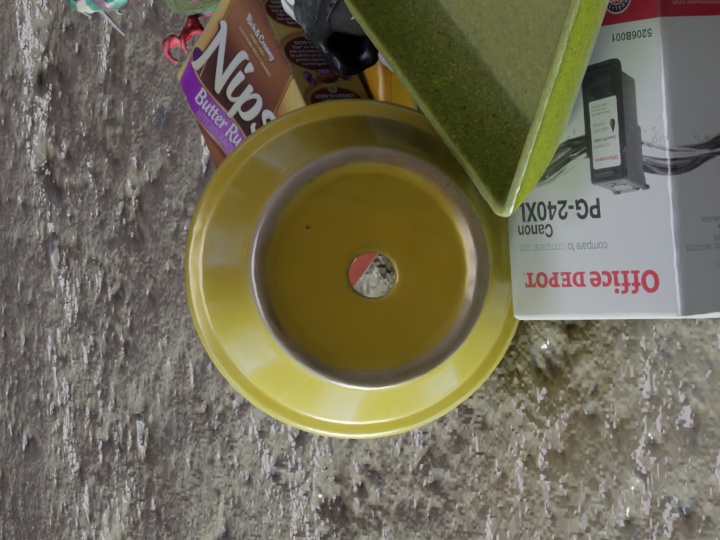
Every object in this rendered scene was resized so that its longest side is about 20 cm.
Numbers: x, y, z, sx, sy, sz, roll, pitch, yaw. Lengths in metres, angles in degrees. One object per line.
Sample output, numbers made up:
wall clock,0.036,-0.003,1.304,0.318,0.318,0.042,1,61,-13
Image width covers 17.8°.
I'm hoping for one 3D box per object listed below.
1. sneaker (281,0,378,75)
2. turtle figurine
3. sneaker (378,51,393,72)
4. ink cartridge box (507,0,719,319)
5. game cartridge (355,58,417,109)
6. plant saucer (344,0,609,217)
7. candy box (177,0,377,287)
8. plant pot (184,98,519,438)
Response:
sneaker,-0.005,-0.189,1.369,0.200,0.066,0.091,97,150,-58
turtle figurine,-0.129,-0.232,1.606,0.101,0.150,0.200,35,161,15
sneaker,0.049,-0.197,1.311,0.082,0.075,0.200,22,138,37
ink cartridge box,0.148,-0.072,1.219,0.145,0.083,0.200,-3,92,57
game cartridge,-0.025,-0.182,1.519,0.176,0.032,0.200,2,96,57
plant saucer,0.070,-0.165,1.187,0.200,0.048,0.200,57,146,37
candy box,-0.044,-0.088,1.482,0.117,0.056,0.200,-54,51,44
plant pot,0.000,0.000,1.290,0.189,0.201,0.201,-166,72,-87
